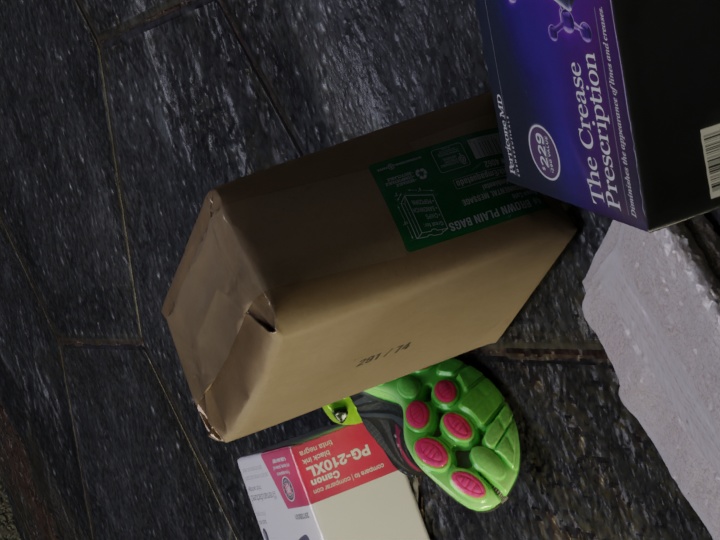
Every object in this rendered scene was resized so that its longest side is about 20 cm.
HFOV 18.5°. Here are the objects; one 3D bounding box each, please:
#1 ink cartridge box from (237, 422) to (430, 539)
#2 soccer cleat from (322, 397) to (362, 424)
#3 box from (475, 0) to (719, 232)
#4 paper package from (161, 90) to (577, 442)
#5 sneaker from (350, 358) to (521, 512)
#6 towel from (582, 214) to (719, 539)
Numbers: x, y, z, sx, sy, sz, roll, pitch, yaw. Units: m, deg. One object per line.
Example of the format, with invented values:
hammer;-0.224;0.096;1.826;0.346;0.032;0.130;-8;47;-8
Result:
ink cartridge box;-0.006;0.219;1.663;0.200;0.084;0.145;70;159;2
soccer cleat;-0.025;0.016;1.573;0.081;0.067;0.200;-122;21;-62
box;0.118;-0.134;1.076;0.141;0.079;0.200;29;134;63
paper package;0.000;0.000;1.304;0.104;0.200;0.191;65;159;16
sneaker;0.052;0.102;1.465;0.200;0.077;0.084;46;166;53
towel;0.180;0.055;1.142;0.200;0.034;0.133;60;157;25
